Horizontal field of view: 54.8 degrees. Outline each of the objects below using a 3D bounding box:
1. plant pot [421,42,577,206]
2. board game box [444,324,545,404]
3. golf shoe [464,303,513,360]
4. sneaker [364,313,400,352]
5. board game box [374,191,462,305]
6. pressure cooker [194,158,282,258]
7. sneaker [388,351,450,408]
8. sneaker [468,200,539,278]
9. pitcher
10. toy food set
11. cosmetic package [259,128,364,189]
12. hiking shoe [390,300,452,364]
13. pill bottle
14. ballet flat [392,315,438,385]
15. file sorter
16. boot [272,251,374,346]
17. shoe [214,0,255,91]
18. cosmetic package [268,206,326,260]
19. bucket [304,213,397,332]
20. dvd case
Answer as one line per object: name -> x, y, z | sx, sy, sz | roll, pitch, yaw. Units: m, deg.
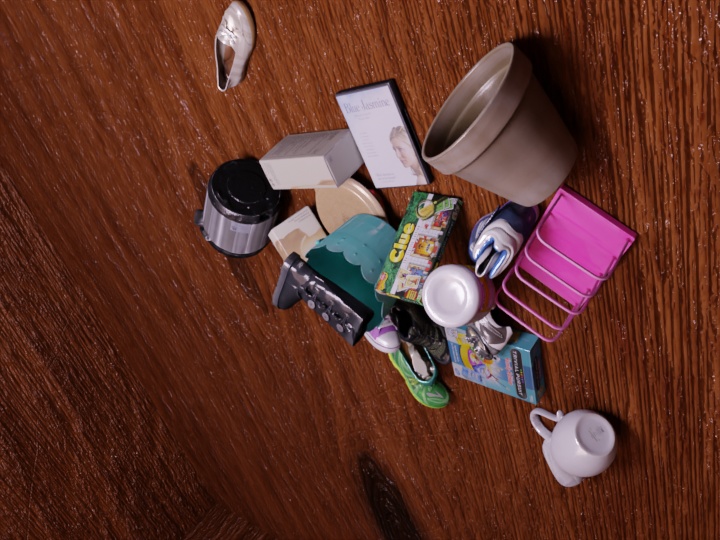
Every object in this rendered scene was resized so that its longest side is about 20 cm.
plant pot -> 0.212, -0.191, 1.007 | 0.172, 0.203, 0.199 | 35, 150, -17
board game box -> 0.275, 0.178, 1.431 | 0.197, 0.047, 0.154 | 16, 137, 38
golf shoe -> 0.223, 0.074, 1.369 | 0.202, 0.094, 0.077 | 56, -167, 21
sneaker -> 0.035, 0.075, 1.508 | 0.202, 0.071, 0.116 | 60, 151, 35
board game box -> 0.105, -0.044, 1.259 | 0.103, 0.204, 0.023 | 12, 164, 40
pressure cooker -> -0.277, -0.129, 1.588 | 0.175, 0.178, 0.201 | 41, 144, 11
sneaker -> 0.142, 0.241, 1.620 | 0.201, 0.074, 0.083 | 50, 150, -6
sneaker -> 0.214, -0.034, 1.182 | 0.080, 0.147, 0.200 | 42, 146, 2
pitcher -> 0.418, 0.334, 1.393 | 0.173, 0.120, 0.201 | 51, 161, 19
toy food set -> -0.016, -0.116, 1.438 | 0.197, 0.049, 0.201 | 16, 137, 36
cosmetic package -> -0.096, -0.217, 1.369 | 0.197, 0.105, 0.072 | 7, 134, 45
hiking shoe -> 0.123, 0.134, 1.493 | 0.201, 0.101, 0.075 | 52, 139, -7
pill bottle -> 0.182, 0.043, 1.235 | 0.102, 0.199, 0.107 | 0, 89, 21
ballet flat -> 0.113, 0.166, 1.549 | 0.203, 0.067, 0.070 | 58, 180, 4
file sorter -> 0.319, 0.000, 1.122 | 0.138, 0.126, 0.202 | 35, 145, 13
boot -> -0.075, 0.076, 1.367 | 0.198, 0.066, 0.166 | 34, 147, 10
shoe -> -0.248, -0.431, 1.353 | 0.069, 0.053, 0.201 | 38, 146, 10
cosmetic package -> -0.108, -0.025, 1.534 | 0.202, 0.104, 0.071 | 56, 166, -3
bucket -> 0.000, 0.000, 1.376 | 0.204, 0.135, 0.210 | 29, 143, 24
dvd case -> 0.043, -0.242, 1.266 | 0.141, 0.018, 0.203 | 4, 128, 47
